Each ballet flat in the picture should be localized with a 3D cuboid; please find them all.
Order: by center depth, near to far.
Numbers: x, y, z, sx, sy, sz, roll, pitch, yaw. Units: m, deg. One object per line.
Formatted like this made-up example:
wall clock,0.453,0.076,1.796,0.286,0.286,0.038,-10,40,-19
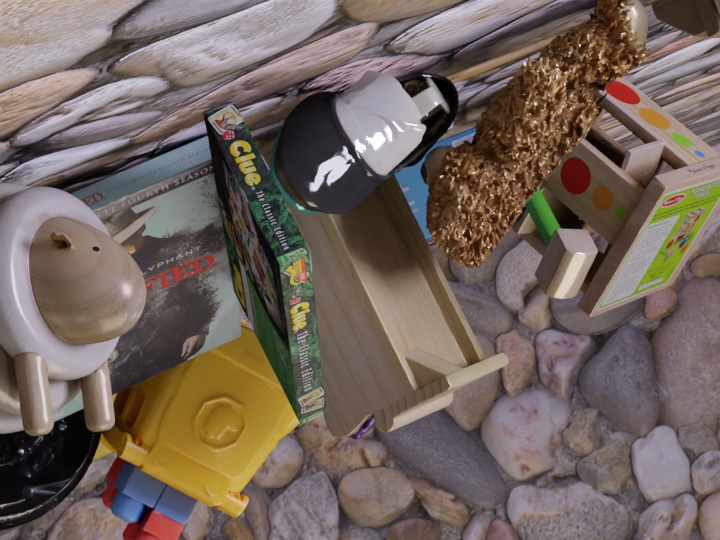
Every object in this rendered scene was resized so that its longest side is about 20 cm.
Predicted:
ballet flat,0.009,-0.087,1.135,0.068,0.068,0.200,-33,-177,24

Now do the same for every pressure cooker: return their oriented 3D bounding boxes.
pressure cooker,-0.286,0.113,1.407,0.175,0.180,0.200,-23,177,-22

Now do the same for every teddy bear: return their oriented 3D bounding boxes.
teddy bear,0.104,-0.097,1.187,0.200,0.067,0.145,-50,-177,15

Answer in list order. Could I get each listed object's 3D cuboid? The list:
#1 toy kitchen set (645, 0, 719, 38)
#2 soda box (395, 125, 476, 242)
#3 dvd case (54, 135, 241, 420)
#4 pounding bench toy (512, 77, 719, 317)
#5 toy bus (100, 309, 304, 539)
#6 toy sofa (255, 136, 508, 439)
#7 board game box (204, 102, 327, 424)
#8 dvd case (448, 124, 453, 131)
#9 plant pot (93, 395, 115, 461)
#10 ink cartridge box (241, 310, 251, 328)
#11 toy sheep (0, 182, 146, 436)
toy kitchen set,0.279,-0.121,1.203,0.162,0.182,0.199,-22,173,39
soda box,0.005,-0.037,1.406,0.198,0.065,0.068,-21,177,-2
dvd case,-0.142,0.009,1.180,0.145,0.022,0.201,-24,148,-18
pounding bench toy,0.158,-0.065,1.462,0.199,0.156,0.125,-17,143,-49
toy bus,-0.130,0.105,1.397,0.193,0.135,0.200,-62,-160,-1
toy sofa,0.000,0.000,1.232,0.097,0.201,0.083,-30,173,32
board game box,-0.053,0.001,1.110,0.023,0.105,0.201,-25,154,-11
dvd case,-0.048,-0.065,1.395,0.199,0.025,0.150,-19,176,-28
plant pot,-0.272,0.104,1.676,0.198,0.143,0.200,-21,176,-1
ink cartridge box,-0.055,0.021,1.674,0.198,0.146,0.085,-21,177,-7
toy sheep,-0.191,0.023,0.985,0.198,0.139,0.138,-11,-178,29
